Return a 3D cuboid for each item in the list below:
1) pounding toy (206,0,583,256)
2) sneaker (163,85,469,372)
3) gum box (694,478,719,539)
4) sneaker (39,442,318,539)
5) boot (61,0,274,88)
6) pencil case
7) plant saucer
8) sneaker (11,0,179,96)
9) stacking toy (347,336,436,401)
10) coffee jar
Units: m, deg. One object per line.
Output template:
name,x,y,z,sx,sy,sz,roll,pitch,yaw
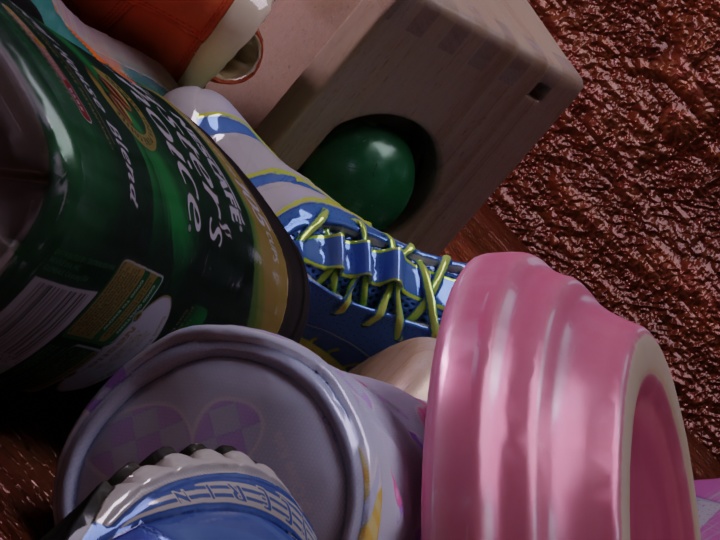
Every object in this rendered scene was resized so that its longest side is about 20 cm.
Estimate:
pounding toy,-0.011,-0.048,1.113,0.142,0.184,0.200,24,25,-40
sneaker,0.000,0.000,0.977,0.200,0.105,0.076,62,24,-52
gum box,0.137,0.154,1.072,0.200,0.113,0.066,-118,-151,-62
sneaker,-0.012,0.104,0.591,0.089,0.079,0.200,50,6,36
boot,-0.090,-0.095,1.050,0.107,0.075,0.200,34,-12,-7
pencil case,-0.011,0.069,0.780,0.091,0.083,0.200,47,6,15
plant saucer,0.064,0.094,0.800,0.200,0.051,0.201,-4,90,-76
sneaker,-0.106,-0.046,0.942,0.200,0.071,0.080,49,23,-52
stacking toy,0.052,0.121,0.937,0.200,0.085,0.085,52,6,-10
coffee jar,-0.086,-0.013,0.757,0.104,0.085,0.200,51,6,18
